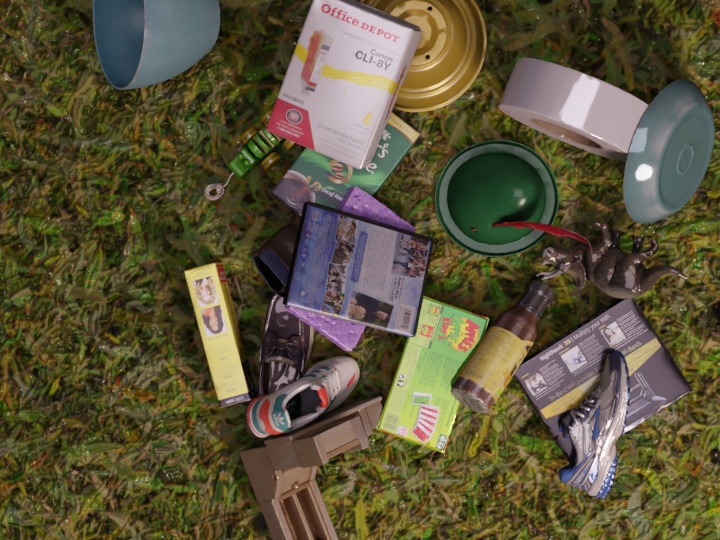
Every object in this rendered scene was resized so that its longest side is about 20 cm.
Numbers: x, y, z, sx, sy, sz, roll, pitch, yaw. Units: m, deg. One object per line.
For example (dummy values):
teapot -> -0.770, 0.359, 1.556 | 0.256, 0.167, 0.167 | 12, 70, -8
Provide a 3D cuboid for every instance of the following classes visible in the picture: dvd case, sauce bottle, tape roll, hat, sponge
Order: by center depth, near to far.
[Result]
tape roll -> 0.288, -0.213, 1.619 | 0.202, 0.202, 0.071 | 22, 92, 4
hat -> 0.199, -0.100, 1.637 | 0.199, 0.176, 0.166 | -3, 91, 5
dvd case -> 0.000, 0.000, 1.648 | 0.199, 0.018, 0.143 | 15, 80, -24
sponge -> -0.013, -0.003, 1.668 | 0.111, 0.030, 0.200 | 34, 74, -20
sauce bottle -> 0.201, 0.102, 1.674 | 0.065, 0.065, 0.200 | 35, 73, 3

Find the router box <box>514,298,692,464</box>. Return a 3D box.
router box -> 0.334, 0.152, 1.695 | 0.200, 0.052, 0.158 | -32, 88, 5

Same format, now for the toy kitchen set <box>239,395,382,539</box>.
toy kitchen set -> -0.027, 0.289, 1.681 | 0.163, 0.200, 0.181 | -21, 90, -37

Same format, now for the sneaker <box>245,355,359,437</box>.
sneaker -> -0.058, 0.173, 1.663 | 0.199, 0.093, 0.071 | -24, 98, -40

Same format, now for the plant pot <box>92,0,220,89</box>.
plant pot -> -0.274, -0.353, 1.681 | 0.134, 0.200, 0.201 | -6, 91, -31

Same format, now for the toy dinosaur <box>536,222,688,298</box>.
toy dinosaur -> 0.354, -0.004, 1.670 | 0.200, 0.077, 0.103 | 21, 93, 25

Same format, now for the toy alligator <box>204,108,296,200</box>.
toy alligator -> -0.150, -0.169, 1.726 | 0.200, 0.054, 0.059 | -42, 88, 4

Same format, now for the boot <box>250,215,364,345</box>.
boot -> -0.074, 0.032, 1.695 | 0.097, 0.075, 0.200 | -30, 94, -28

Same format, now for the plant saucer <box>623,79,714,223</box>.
plant saucer -> 0.420, -0.152, 1.616 | 0.036, 0.200, 0.201 | 24, 94, 37

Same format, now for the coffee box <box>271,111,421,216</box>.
coffee box -> -0.020, -0.152, 1.721 | 0.123, 0.044, 0.200 | 40, 94, 2

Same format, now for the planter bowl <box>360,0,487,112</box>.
planter bowl -> 0.077, -0.325, 1.690 | 0.200, 0.083, 0.201 | 0, 91, 5

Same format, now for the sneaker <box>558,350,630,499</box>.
sneaker -> 0.313, 0.204, 1.635 | 0.085, 0.077, 0.201 | 11, 92, 8

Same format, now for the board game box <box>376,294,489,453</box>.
board game box -> 0.103, 0.144, 1.716 | 0.101, 0.048, 0.201 | 19, 93, 3

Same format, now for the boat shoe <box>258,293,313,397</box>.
boat shoe -> -0.109, 0.123, 1.724 | 0.072, 0.065, 0.201 | 7, 91, 6

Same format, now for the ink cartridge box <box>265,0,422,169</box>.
ink cartridge box -> -0.022, -0.257, 1.628 | 0.145, 0.083, 0.201 | 23, 104, 6

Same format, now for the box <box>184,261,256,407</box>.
box -> -0.198, 0.090, 1.727 | 0.050, 0.075, 0.201 | -15, 89, 3
